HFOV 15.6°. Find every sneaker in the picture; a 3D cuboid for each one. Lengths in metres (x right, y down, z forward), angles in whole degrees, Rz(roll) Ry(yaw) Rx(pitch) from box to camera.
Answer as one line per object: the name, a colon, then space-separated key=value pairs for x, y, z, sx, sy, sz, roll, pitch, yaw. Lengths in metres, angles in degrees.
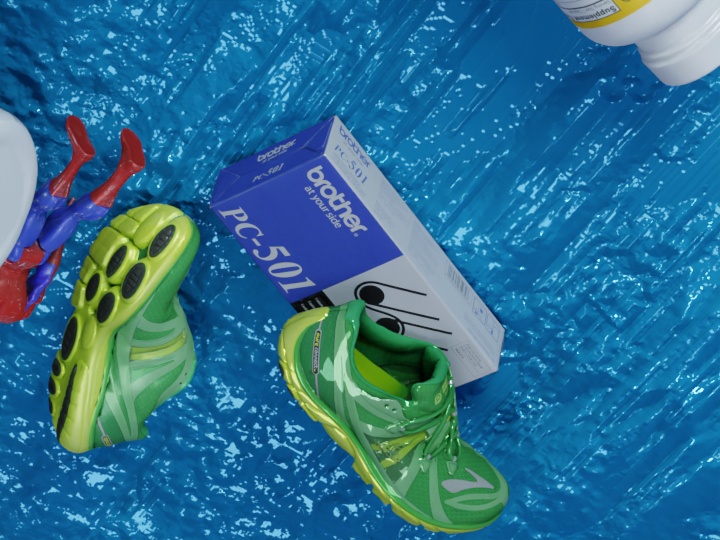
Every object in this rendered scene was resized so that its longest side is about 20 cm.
sneaker: x=-0.146 y=0.035 z=1.741 sx=0.083 sy=0.074 sz=0.200 roll=2 pitch=131 yaw=-31
sneaker: x=0.032 y=0.096 z=1.686 sx=0.083 sy=0.074 sz=0.200 roll=-28 pitch=119 yaw=34

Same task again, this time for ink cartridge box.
ink cartridge box: x=0.000 y=0.000 z=1.690 sx=0.094 sy=0.044 sz=0.200 roll=-23 pitch=121 yaw=28

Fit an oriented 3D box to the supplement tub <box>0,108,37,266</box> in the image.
supplement tub: x=-0.311 y=-0.071 z=1.628 sx=0.199 sy=0.123 sz=0.123 roll=23 pitch=135 yaw=23

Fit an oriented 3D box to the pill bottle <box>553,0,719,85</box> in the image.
pill bottle: x=0.134 y=-0.197 z=1.455 sx=0.104 sy=0.104 sz=0.200 roll=-30 pitch=118 yaw=32

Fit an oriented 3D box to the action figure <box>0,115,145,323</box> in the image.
action figure: x=-0.212 y=-0.022 z=1.698 sx=0.065 sy=0.052 sz=0.200 roll=8 pitch=135 yaw=-40
